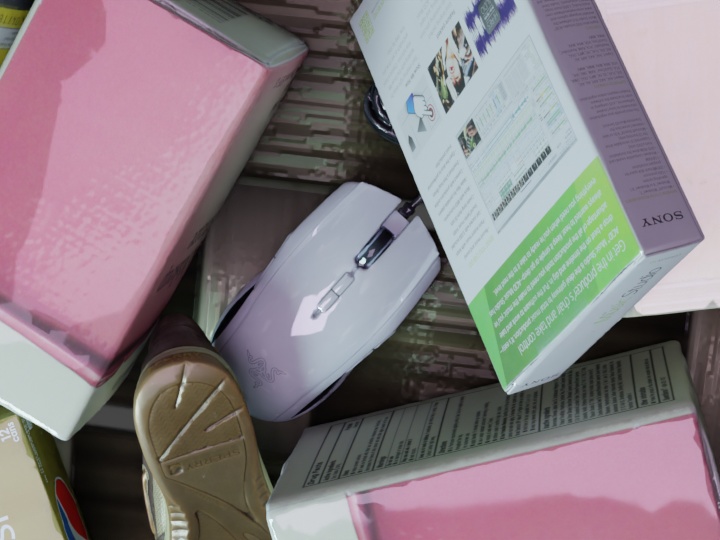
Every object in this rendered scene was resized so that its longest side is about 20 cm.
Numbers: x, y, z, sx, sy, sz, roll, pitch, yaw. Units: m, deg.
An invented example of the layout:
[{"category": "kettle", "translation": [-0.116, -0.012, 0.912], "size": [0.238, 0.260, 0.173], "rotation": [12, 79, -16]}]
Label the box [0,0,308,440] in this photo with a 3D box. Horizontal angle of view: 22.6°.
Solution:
[{"category": "box", "translation": [-0.123, -0.043, 0.852], "size": [0.109, 0.128, 0.201], "rotation": [30, 103, 0]}]

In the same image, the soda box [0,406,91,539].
[{"category": "soda box", "translation": [-0.163, 0.171, 0.919], "size": [0.064, 0.068, 0.201], "rotation": [-19, 95, 0]}]

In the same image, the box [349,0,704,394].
[{"category": "box", "translation": [0.064, -0.065, 0.781], "size": [0.036, 0.144, 0.201], "rotation": [-12, 70, -25]}]

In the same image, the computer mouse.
[{"category": "computer mouse", "translation": [0.000, 0.000, 0.890], "size": [0.110, 0.044, 0.200], "rotation": [40, 102, -3]}]

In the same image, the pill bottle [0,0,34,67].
[{"category": "pill bottle", "translation": [-0.237, -0.077, 0.867], "size": [0.111, 0.112, 0.201], "rotation": [25, 102, 1]}]

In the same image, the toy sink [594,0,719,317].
[{"category": "toy sink", "translation": [0.154, -0.094, 0.811], "size": [0.111, 0.130, 0.202], "rotation": [-7, 99, 8]}]

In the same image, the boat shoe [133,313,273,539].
[{"category": "boat shoe", "translation": [-0.076, 0.113, 0.910], "size": [0.072, 0.072, 0.201], "rotation": [-15, 121, -5]}]

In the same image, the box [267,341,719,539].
[{"category": "box", "translation": [0.071, 0.120, 0.854], "size": [0.199, 0.128, 0.110], "rotation": [-15, 99, 10]}]
